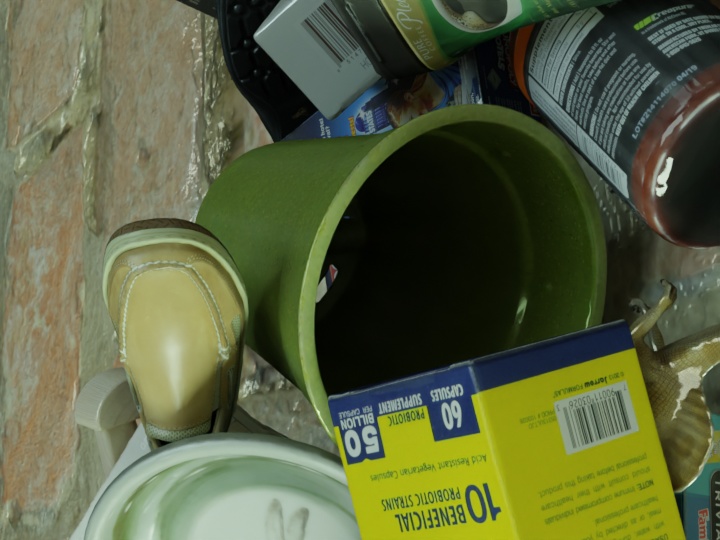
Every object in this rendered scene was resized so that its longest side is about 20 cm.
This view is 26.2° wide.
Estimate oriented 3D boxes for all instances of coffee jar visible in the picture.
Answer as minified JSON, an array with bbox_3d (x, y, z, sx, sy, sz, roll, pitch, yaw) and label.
[{"bbox_3d":[0.074,-0.170,0.778,0.199,0.104,0.086,-16,41,25],"label":"coffee jar"}]

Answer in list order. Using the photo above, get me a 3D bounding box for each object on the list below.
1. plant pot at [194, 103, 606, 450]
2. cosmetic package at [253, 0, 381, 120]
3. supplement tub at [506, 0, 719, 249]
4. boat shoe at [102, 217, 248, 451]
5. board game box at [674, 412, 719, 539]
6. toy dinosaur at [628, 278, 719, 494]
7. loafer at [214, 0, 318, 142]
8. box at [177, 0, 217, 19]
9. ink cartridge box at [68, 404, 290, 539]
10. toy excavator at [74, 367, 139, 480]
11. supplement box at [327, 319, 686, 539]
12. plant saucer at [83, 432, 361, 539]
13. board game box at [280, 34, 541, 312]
[{"bbox_3d":[0.000,0.000,0.864,0.189,0.199,0.202,16,93,53],"label":"plant pot"},{"bbox_3d":[0.012,-0.181,0.966,0.101,0.071,0.200,-38,14,26],"label":"cosmetic package"},{"bbox_3d":[0.148,-0.106,0.828,0.107,0.106,0.200,-60,38,23],"label":"supplement tub"},{"bbox_3d":[-0.091,0.052,0.798,0.201,0.071,0.077,83,-175,-58],"label":"boat shoe"},{"bbox_3d":[0.116,0.164,0.839,0.199,0.047,0.152,-17,66,51],"label":"board game box"},{"bbox_3d":[0.130,0.078,0.757,0.101,0.058,0.201,49,118,48],"label":"toy dinosaur"},{"bbox_3d":[-0.055,-0.140,1.062,0.068,0.201,0.071,-24,47,0],"label":"loafer"},{"bbox_3d":[-0.110,-0.247,1.144,0.050,0.199,0.158,-48,45,25],"label":"box"},{"bbox_3d":[-0.065,0.174,0.908,0.200,0.050,0.162,37,100,23],"label":"ink cartridge box"},{"bbox_3d":[-0.100,0.172,1.002,0.100,0.199,0.196,8,87,54],"label":"toy excavator"},{"bbox_3d":[0.078,0.137,0.719,0.109,0.109,0.202,-20,83,50],"label":"supplement box"},{"bbox_3d":[-0.046,0.159,0.822,0.201,0.199,0.050,-53,9,30],"label":"plant saucer"},{"bbox_3d":[0.025,-0.045,0.992,0.199,0.061,0.202,-17,77,42],"label":"board game box"}]
